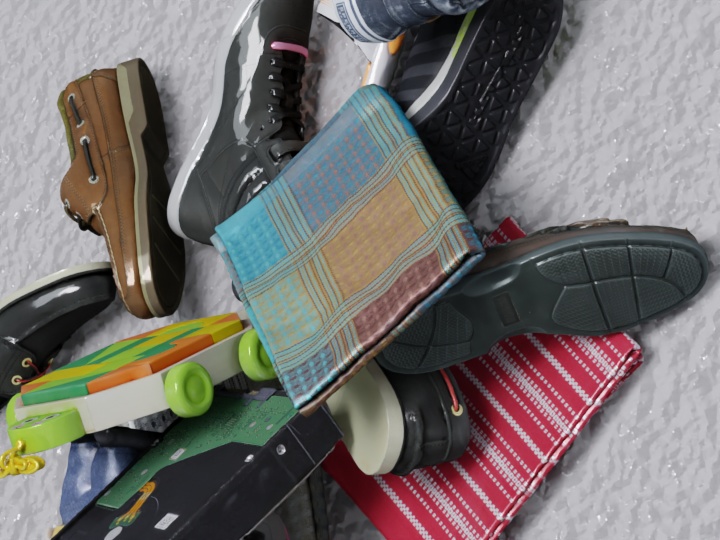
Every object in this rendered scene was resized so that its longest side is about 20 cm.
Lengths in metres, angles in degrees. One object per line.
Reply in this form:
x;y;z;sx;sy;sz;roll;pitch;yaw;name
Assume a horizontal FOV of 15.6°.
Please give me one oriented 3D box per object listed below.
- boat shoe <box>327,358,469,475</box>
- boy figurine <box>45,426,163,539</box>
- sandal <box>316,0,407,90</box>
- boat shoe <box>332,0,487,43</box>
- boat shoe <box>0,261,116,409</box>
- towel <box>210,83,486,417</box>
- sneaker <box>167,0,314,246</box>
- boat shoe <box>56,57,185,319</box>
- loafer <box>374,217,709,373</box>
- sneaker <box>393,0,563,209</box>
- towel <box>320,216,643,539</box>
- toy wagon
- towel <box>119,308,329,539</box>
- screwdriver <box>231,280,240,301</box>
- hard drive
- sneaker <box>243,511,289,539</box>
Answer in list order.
0.003;0.041;1.592;0.202;0.063;0.074;62;143;39;boat shoe
-0.165;0.196;1.664;0.124;0.064;0.201;-3;80;52;boy figurine
-0.002;-0.146;1.659;0.059;0.079;0.207;15;87;1;sandal
0.069;-0.211;1.590;0.091;0.071;0.200;-8;38;45;boat shoe
-0.236;0.057;1.803;0.201;0.074;0.063;-33;70;27;boat shoe
-0.011;-0.017;1.542;0.147;0.022;0.200;-43;34;10;towel
-0.049;-0.098;1.701;0.099;0.071;0.201;27;100;38;sneaker
-0.163;-0.047;1.764;0.068;0.072;0.201;-15;54;9;boat shoe
0.098;0.002;1.518;0.199;0.072;0.063;-14;38;1;loafer
0.058;-0.112;1.632;0.200;0.072;0.083;-55;28;10;sneaker
0.070;0.085;1.581;0.200;0.022;0.145;-53;50;12;towel
-0.147;0.074;1.595;0.155;0.200;0.040;-12;99;40;toy wagon
-0.103;0.133;1.685;0.192;0.034;0.201;-28;60;37;towel
0.000;0.000;1.661;0.199;0.029;0.028;-7;73;34;screwdriver
-0.115;0.147;1.555;0.200;0.038;0.140;-45;21;-22;hard drive
-0.115;0.227;1.602;0.200;0.079;0.095;-60;16;-12;sneaker
